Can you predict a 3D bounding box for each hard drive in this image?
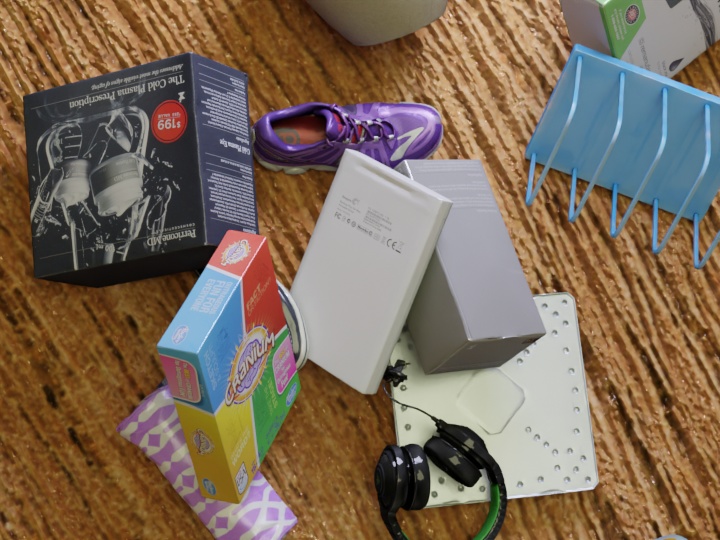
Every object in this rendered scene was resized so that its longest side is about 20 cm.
[{"bbox_3d":[0.000,0.000,1.586,0.132,0.026,0.201,30,105,36],"label":"hard drive"}]

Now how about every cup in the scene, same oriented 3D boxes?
[{"bbox_3d":[0.015,-0.310,1.650,0.199,0.200,0.144,-24,110,-11],"label":"cup"}]

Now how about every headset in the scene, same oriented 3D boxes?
[{"bbox_3d":[0.064,0.186,1.599,0.123,0.094,0.201,-22,99,-15],"label":"headset"}]

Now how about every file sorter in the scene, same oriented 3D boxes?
[{"bbox_3d":[0.277,-0.106,1.637,0.199,0.139,0.123,20,38,-4],"label":"file sorter"}]

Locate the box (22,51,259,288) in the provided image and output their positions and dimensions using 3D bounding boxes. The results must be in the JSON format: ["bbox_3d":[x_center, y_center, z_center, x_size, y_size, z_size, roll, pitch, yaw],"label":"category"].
[{"bbox_3d":[-0.208,-0.090,1.562,0.199,0.104,0.183,-11,80,26],"label":"box"}]

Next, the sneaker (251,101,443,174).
[{"bbox_3d":[-0.012,-0.134,1.654,0.199,0.083,0.081,-6,81,-10],"label":"sneaker"}]

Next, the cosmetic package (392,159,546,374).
[{"bbox_3d":[0.091,-0.005,1.607,0.106,0.090,0.201,-1,66,-37],"label":"cosmetic package"}]

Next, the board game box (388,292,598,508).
[{"bbox_3d":[0.129,0.130,1.654,0.199,0.026,0.201,-5,80,-8],"label":"board game box"}]

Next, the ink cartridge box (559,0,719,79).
[{"bbox_3d":[0.310,-0.289,1.688,0.200,0.146,0.084,-38,45,-12],"label":"ink cartridge box"}]

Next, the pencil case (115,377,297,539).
[{"bbox_3d":[-0.150,0.198,1.578,0.085,0.084,0.200,-43,85,26],"label":"pencil case"}]

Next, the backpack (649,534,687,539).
[{"bbox_3d":[0.274,0.356,1.559,0.152,0.176,0.201,-5,77,-13],"label":"backpack"}]

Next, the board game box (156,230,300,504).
[{"bbox_3d":[-0.115,0.089,1.492,0.040,0.201,0.153,9,46,20],"label":"board game box"}]

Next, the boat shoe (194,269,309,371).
[{"bbox_3d":[-0.120,0.017,1.610,0.075,0.062,0.201,-37,79,33],"label":"boat shoe"}]
